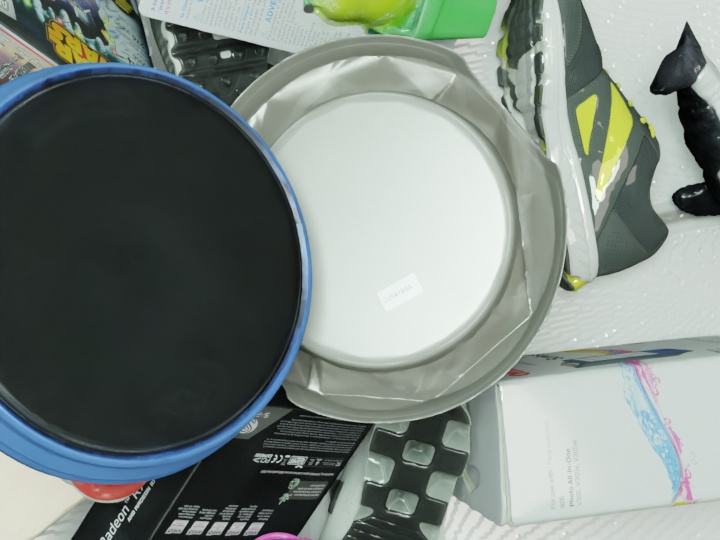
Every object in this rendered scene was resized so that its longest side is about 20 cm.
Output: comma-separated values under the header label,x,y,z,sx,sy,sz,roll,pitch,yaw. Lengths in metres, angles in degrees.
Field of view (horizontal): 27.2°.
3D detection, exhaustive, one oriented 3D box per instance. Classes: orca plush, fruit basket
label,x,y,z,sx,sy,sz,roll,pitch,yaw
orca plush,0.225,-0.054,0.929,0.071,0.106,0.200,-30,133,24
fruit basket,-0.007,-0.203,0.786,0.199,0.094,0.187,10,107,-30

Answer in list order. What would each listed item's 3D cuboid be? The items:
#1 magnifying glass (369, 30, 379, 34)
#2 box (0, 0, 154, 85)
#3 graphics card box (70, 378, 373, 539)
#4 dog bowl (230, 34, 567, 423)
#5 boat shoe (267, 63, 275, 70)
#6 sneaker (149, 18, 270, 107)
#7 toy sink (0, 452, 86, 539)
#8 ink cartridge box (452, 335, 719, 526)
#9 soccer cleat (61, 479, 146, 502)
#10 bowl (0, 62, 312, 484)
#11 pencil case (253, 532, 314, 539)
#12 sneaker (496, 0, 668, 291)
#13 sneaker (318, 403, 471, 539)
label,x,y,z,sx,sy,sz,roll,pitch,yaw
magnifying glass,-0.040,-0.070,0.913,0.079,0.022,0.200,38,86,-5
box,-0.185,-0.147,0.764,0.040,0.138,0.200,-34,140,19
graphics card box,-0.090,0.140,0.824,0.051,0.125,0.201,45,110,34
dog bowl,0.011,-0.020,0.789,0.198,0.059,0.202,-1,86,8
boat shoe,-0.063,-0.097,0.868,0.201,0.075,0.075,-16,82,-5
sneaker,-0.101,-0.176,0.843,0.066,0.090,0.202,-13,89,-25
toy sink,-0.216,0.087,0.835,0.200,0.112,0.131,-38,97,-8
ink cartridge box,0.158,0.091,0.886,0.198,0.145,0.088,-7,91,-10
soccer cleat,-0.150,0.018,0.748,0.068,0.085,0.202,-14,91,-31
bowl,-0.113,-0.002,0.698,0.199,0.039,0.202,6,78,-29
pencil case,-0.027,0.242,0.843,0.088,0.089,0.201,-11,124,-10
sneaker,0.140,-0.092,0.928,0.084,0.074,0.202,-11,101,-16
sneaker,0.018,0.142,0.902,0.074,0.089,0.201,21,111,-6
